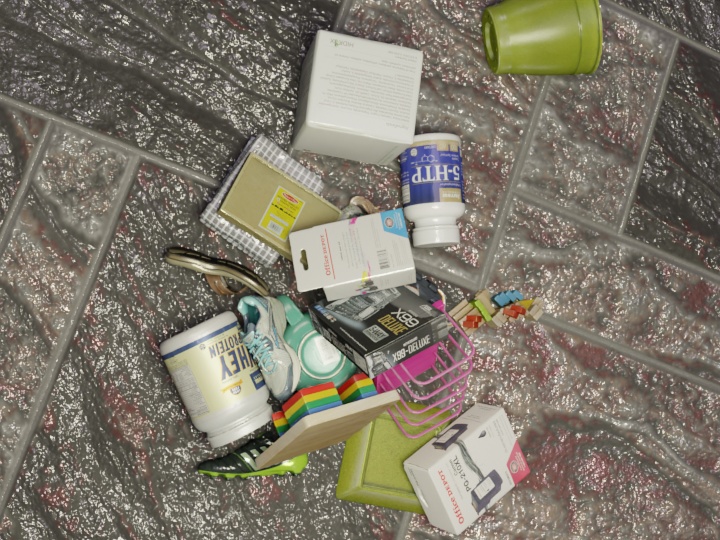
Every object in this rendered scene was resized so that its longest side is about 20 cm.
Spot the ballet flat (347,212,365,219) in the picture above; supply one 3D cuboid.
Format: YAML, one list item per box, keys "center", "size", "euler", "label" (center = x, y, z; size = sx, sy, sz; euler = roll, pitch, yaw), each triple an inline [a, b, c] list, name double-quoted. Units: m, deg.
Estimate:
- center: [0.000, 0.000, 1.504]
  size: [0.071, 0.072, 0.203]
  euler: [-3, 105, -13]
  label: "ballet flat"

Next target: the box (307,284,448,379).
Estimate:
- center: [0.027, 0.085, 1.386]
  size: [0.157, 0.200, 0.050]
  euler: [-25, 122, -20]
  label: "box"

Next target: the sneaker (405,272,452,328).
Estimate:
- center: [0.106, 0.041, 1.571]
  size: [0.079, 0.078, 0.201]
  euler: [-32, 104, -9]
  label: "sneaker"

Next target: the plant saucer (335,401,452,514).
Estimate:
- center: [0.070, 0.345, 1.552]
  size: [0.198, 0.048, 0.202]
  euler: [13, 83, -12]
  label: "plant saucer"

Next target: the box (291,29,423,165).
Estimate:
- center: [-0.010, -0.305, 1.509]
  size: [0.198, 0.199, 0.173]
  euler: [9, 84, -12]
  label: "box"

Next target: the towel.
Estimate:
- center: [-0.175, -0.130, 1.516]
  size: [0.165, 0.086, 0.201]
  euler: [34, 79, -9]
  label: "towel"

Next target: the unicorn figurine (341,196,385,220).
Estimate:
- center: [-0.039, -0.059, 1.556]
  size: [0.137, 0.074, 0.201]
  euler: [41, 62, -6]
  label: "unicorn figurine"

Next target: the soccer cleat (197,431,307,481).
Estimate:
- center: [-0.192, 0.332, 1.490]
  size: [0.198, 0.067, 0.082]
  euler: [0, 75, -19]
  label: "soccer cleat"

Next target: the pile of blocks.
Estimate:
- center: [0.271, 0.072, 1.613]
  size: [0.198, 0.062, 0.083]
  euler: [-12, 88, -14]
  label: "pile of blocks"

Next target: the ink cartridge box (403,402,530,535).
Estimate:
- center: [0.196, 0.362, 1.527]
  size: [0.199, 0.084, 0.146]
  euler: [-32, 105, -27]
  label: "ink cartridge box"

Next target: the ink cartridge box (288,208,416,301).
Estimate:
- center: [-0.013, -0.022, 1.414]
  size: [0.198, 0.068, 0.116]
  euler: [-12, 67, 1]
  label: "ink cartridge box"

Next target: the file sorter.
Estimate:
- center: [0.114, 0.183, 1.472]
  size: [0.138, 0.201, 0.126]
  euler: [-26, 57, -20]
  label: "file sorter"

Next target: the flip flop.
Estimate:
- center: [-0.258, 0.012, 1.495]
  size: [0.198, 0.081, 0.058]
  euler: [17, 99, -9]
  label: "flip flop"

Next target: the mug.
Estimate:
- center: [-0.092, 0.143, 1.497]
  size: [0.183, 0.114, 0.153]
  euler: [23, 81, -10]
  label: "mug"

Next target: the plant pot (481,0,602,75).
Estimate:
- center: [0.343, -0.466, 1.621]
  size: [0.191, 0.200, 0.203]
  euler: [-11, 88, -1]
  label: "plant pot"

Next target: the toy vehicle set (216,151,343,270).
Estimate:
- center: [-0.139, -0.101, 1.461]
  size: [0.199, 0.026, 0.125]
  euler: [33, 68, -16]
  label: "toy vehicle set"

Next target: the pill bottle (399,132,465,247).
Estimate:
- center: [0.137, -0.149, 1.572]
  size: [0.118, 0.120, 0.203]
  euler: [-3, 86, -13]
  label: "pill bottle"

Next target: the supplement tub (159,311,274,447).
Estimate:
- center: [-0.245, 0.188, 1.443]
  size: [0.144, 0.145, 0.202]
  euler: [-26, 91, -13]
  label: "supplement tub"

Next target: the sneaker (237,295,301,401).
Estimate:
- center: [-0.167, 0.131, 1.420]
  size: [0.086, 0.077, 0.201]
  euler: [21, 40, -48]
  label: "sneaker"

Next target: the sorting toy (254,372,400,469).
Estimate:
- center: [-0.067, 0.251, 1.432]
  size: [0.199, 0.199, 0.070]
  euler: [-10, 65, -39]
  label: "sorting toy"
